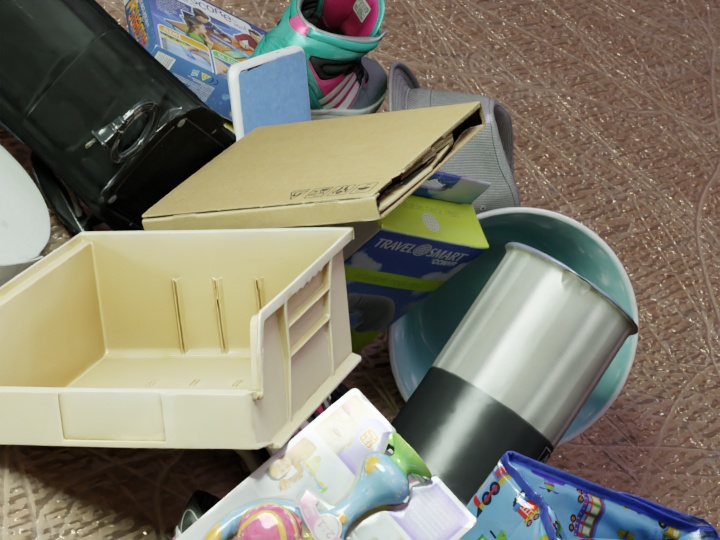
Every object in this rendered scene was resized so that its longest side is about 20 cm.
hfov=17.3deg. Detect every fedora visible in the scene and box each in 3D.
[{"bbox_3d":[0.090,-0.091,2.050,0.177,0.090,0.200,-89,165,-47],"label":"fedora"}]

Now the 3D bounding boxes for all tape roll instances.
[{"bbox_3d":[-0.310,-0.058,1.648,0.202,0.037,0.203,30,25,-15],"label":"tape roll"}]

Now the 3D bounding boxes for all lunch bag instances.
[{"bbox_3d":[0.147,0.221,1.610,0.200,0.151,0.094,16,31,-38],"label":"lunch bag"}]

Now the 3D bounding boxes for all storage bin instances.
[{"bbox_3d":[-0.124,0.044,1.517,0.199,0.094,0.199,0,16,18],"label":"storage bin"}]

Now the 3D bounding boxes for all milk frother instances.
[{"bbox_3d":[0.063,0.064,1.733,0.200,0.188,0.180,36,-10,-11],"label":"milk frother"}]

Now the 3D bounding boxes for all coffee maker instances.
[{"bbox_3d":[-0.204,-0.140,1.717,0.200,0.192,0.135,42,69,17],"label":"coffee maker"}]

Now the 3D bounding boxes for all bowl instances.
[{"bbox_3d":[0.110,0.038,1.879,0.200,0.201,0.105,29,6,-16],"label":"bowl"}]

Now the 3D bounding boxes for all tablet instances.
[{"bbox_3d":[-0.065,-0.069,1.846,0.014,0.201,0.130,0,13,24],"label":"tablet"}]

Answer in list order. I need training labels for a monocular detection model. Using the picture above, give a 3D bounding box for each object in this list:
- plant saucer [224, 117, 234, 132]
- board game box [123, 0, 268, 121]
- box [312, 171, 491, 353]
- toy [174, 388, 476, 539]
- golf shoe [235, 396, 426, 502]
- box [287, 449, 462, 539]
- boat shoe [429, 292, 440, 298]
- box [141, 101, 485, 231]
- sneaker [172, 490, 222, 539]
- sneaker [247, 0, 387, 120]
[{"bbox_3d":[-0.094,-0.119,2.028,0.200,0.048,0.200,32,25,-12],"label":"plant saucer"},{"bbox_3d":[-0.104,-0.171,2.006,0.200,0.034,0.136,25,27,-25],"label":"board game box"},{"bbox_3d":[0.000,0.000,1.750,0.122,0.200,0.048,8,51,-45],"label":"box"},{"bbox_3d":[-0.041,0.169,1.412,0.115,0.200,0.047,47,-14,16],"label":"toy"},{"bbox_3d":[-0.023,0.150,1.638,0.200,0.077,0.088,40,49,5],"label":"golf shoe"},{"bbox_3d":[0.019,0.222,1.468,0.200,0.137,0.039,33,-13,-6],"label":"box"},{"bbox_3d":[0.109,0.044,1.983,0.200,0.071,0.063,21,25,-22],"label":"boat shoe"},{"bbox_3d":[-0.032,-0.070,1.655,0.163,0.200,0.021,-42,120,-49],"label":"box"},{"bbox_3d":[-0.024,0.186,1.522,0.200,0.086,0.080,29,18,-17],"label":"sneaker"},{"bbox_3d":[-0.015,-0.189,1.966,0.084,0.121,0.200,46,26,17],"label":"sneaker"}]
